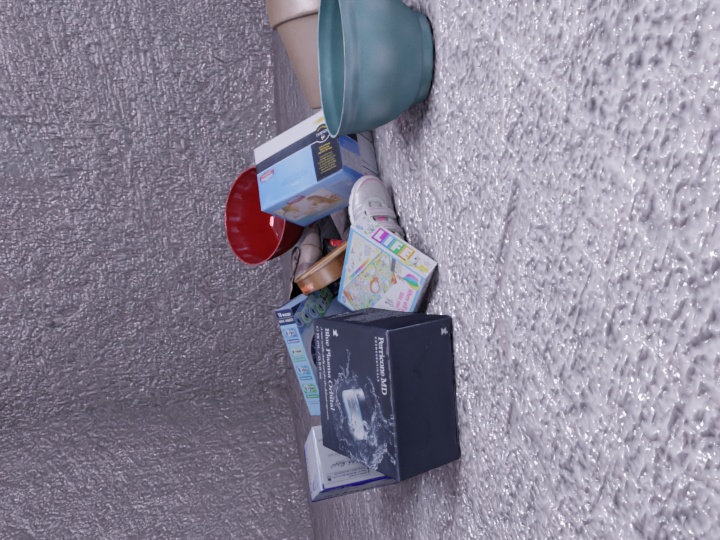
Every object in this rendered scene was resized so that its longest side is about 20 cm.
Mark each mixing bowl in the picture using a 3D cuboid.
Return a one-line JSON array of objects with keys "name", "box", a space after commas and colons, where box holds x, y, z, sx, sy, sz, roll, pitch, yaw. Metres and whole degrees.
[{"name": "mixing bowl", "box": [-0.189, -0.113, 1.297, 0.197, 0.107, 0.205, -1, 89, 40]}]

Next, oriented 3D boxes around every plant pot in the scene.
[{"name": "plant pot", "box": [-0.040, -0.360, 0.983, 0.200, 0.196, 0.178, -138, 36, -72]}, {"name": "plant pot", "box": [0.021, -0.288, 0.832, 0.200, 0.131, 0.205, 175, 90, -77]}]

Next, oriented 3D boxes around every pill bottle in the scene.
[{"name": "pill bottle", "box": [-0.107, -0.079, 1.440, 0.114, 0.111, 0.202, -108, -5, -45]}]

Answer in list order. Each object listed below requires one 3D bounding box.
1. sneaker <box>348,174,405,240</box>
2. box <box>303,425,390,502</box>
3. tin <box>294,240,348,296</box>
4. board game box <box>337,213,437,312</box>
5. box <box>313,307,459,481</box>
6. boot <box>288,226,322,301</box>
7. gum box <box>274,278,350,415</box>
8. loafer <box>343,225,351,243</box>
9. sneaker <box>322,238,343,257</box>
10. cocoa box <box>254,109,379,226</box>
[{"name": "sneaker", "box": [0.036, -0.064, 1.010, 0.088, 0.080, 0.204, 149, 109, -72]}, {"name": "box", "box": [-0.001, 0.331, 1.080, 0.201, 0.180, 0.107, 110, 150, -64]}, {"name": "tin", "box": [-0.035, -0.019, 1.085, 0.111, 0.199, 0.042, -20, 105, 48]}, {"name": "board game box", "box": [0.034, 0.020, 0.943, 0.133, 0.034, 0.201, 35, 147, 14]}, {"name": "box", "box": [0.032, 0.165, 0.875, 0.198, 0.116, 0.201, 0, 96, 55]}, {"name": "boot", "box": [-0.119, 0.013, 1.254, 0.202, 0.069, 0.148, 107, 174, -49]}, {"name": "gum box", "box": [-0.060, 0.132, 1.115, 0.044, 0.169, 0.204, -11, 102, 35]}, {"name": "loafer", "box": [0.000, 0.000, 1.189, 0.071, 0.071, 0.204, 125, 138, -71]}, {"name": "sneaker", "box": [-0.044, -0.013, 1.322, 0.200, 0.078, 0.098, 47, -128, -83]}, {"name": "cocoa box", "box": [-0.081, -0.187, 1.136, 0.197, 0.132, 0.134, -21, 69, 30]}]
